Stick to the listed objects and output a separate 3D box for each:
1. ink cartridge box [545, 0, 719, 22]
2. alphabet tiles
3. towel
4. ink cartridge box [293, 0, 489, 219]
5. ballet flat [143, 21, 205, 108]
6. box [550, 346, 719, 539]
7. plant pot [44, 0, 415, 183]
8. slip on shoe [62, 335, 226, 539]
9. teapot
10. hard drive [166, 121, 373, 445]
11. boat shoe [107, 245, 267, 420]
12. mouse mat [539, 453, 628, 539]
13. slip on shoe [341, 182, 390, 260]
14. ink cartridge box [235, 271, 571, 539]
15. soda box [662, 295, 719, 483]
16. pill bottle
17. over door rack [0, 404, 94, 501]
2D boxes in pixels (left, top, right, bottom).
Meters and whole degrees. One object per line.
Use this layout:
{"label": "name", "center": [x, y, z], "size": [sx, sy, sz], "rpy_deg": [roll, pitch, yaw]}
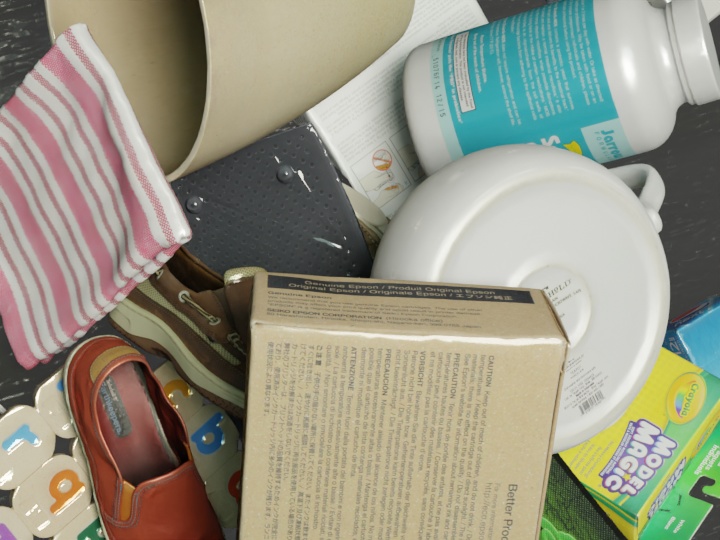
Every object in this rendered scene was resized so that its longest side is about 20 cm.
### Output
{"label": "ink cartridge box", "center": [0.200, -0.268, 1.019], "size": [0.147, 0.145, 0.201], "rpy_deg": [-37, 92, -16]}
{"label": "alphabet tiles", "center": [-0.158, 0.160, 0.910], "size": [0.195, 0.015, 0.201], "rpy_deg": [-41, 107, -21]}
{"label": "towel", "center": [-0.193, -0.039, 0.878], "size": [0.030, 0.199, 0.148], "rpy_deg": [-22, 80, -48]}
{"label": "ink cartridge box", "center": [0.026, -0.140, 1.023], "size": [0.161, 0.050, 0.201], "rpy_deg": [-36, 106, -16]}
{"label": "ballet flat", "center": [-0.148, -0.094, 0.957], "size": [0.063, 0.067, 0.202], "rpy_deg": [9, 68, 24]}
{"label": "box", "center": [0.151, 0.092, 0.920], "size": [0.199, 0.049, 0.117], "rpy_deg": [31, 64, 26]}
{"label": "plant pot", "center": [-0.066, -0.168, 0.881], "size": [0.198, 0.187, 0.190], "rpy_deg": [-19, 87, -36]}
{"label": "slip on shoe", "center": [-0.130, 0.137, 0.884], "size": [0.073, 0.061, 0.202], "rpy_deg": [-25, 102, -27]}
{"label": "teapot", "center": [0.086, 0.010, 0.867], "size": [0.198, 0.146, 0.200], "rpy_deg": [14, 94, -23]}
{"label": "hard drive", "center": [-0.052, 0.011, 0.934], "size": [0.133, 0.042, 0.202], "rpy_deg": [-17, 105, 11]}
{"label": "boat shoe", "center": [-0.077, 0.033, 0.849], "size": [0.201, 0.074, 0.076], "rpy_deg": [27, 102, 33]}
{"label": "mouse mat", "center": [0.055, 0.151, 0.865], "size": [0.160, 0.008, 0.201], "rpy_deg": [-31, 57, -11]}
{"label": "slip on shoe", "center": [0.000, 0.000, 0.976], "size": [0.199, 0.076, 0.061], "rpy_deg": [37, 67, -14]}
{"label": "ink cartridge box", "center": [0.015, 0.109, 0.756], "size": [0.162, 0.075, 0.203], "rpy_deg": [4, 111, -5]}
{"label": "soda box", "center": [0.290, 0.121, 1.032], "size": [0.067, 0.064, 0.202], "rpy_deg": [-27, 89, -15]}
{"label": "pill bottle", "center": [0.135, -0.122, 0.932], "size": [0.198, 0.111, 0.112], "rpy_deg": [-14, 85, 21]}
{"label": "over door rack", "center": [-0.277, 0.139, 0.901], "size": [0.148, 0.066, 0.200], "rpy_deg": [-46, 108, -14]}
